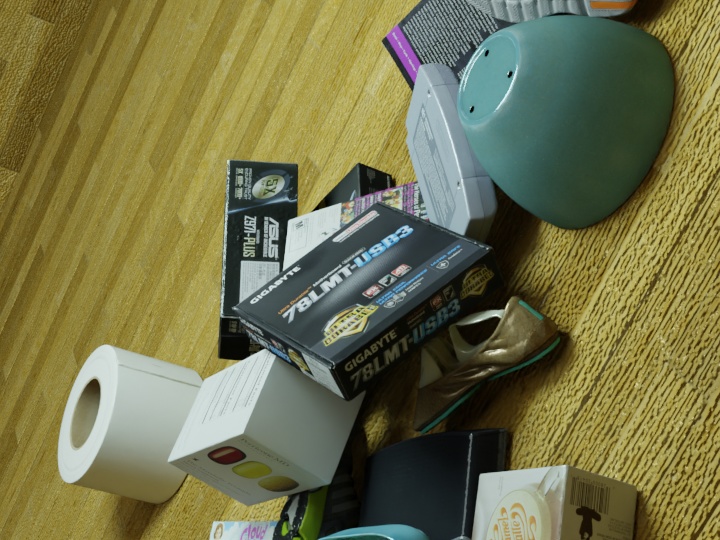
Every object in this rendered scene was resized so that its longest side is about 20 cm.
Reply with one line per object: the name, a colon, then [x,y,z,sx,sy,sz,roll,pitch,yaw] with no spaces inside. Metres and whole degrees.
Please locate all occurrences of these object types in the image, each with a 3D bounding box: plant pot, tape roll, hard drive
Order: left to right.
tape roll: [-0.328,0.219,1.858,0.203,0.139,0.203,-40,41,45]
hard drive: [0.062,0.222,1.260,0.200,0.042,0.135,-24,52,54]
plant pot: [0.170,-0.153,1.208,0.200,0.135,0.200,-38,42,45]

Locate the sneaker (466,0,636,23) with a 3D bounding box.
sneaker: [0.192,-0.300,1.271,0.200,0.078,0.112,12,50,25]

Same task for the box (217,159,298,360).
box: [-0.124,-0.009,1.571,0.164,0.086,0.200,109,162,-67]

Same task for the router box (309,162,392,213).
router box: [-0.020,-0.002,1.538,0.157,0.052,0.200,-42,39,43]

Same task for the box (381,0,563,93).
box: [0.122,-0.243,1.380,0.200,0.036,0.143,-39,77,45]

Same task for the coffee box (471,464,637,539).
coffee box: [0.146,0.265,1.043,0.114,0.080,0.200,-19,56,56]

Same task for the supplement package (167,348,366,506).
supplement package: [-0.102,0.166,1.380,0.200,0.114,0.110,-30,33,57]

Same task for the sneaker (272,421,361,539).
sneaker: [-0.032,0.241,1.391,0.074,0.081,0.200,-39,22,41]

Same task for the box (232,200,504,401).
box: [0.004,0.023,1.274,0.200,0.050,0.198,-36,33,-18]

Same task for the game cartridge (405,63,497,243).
game cartridge: [0.091,-0.107,1.338,0.133,0.040,0.200,98,161,-58]

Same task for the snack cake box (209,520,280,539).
snack cake box: [-0.107,0.341,1.461,0.200,0.067,0.115,-18,58,57]

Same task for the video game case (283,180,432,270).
video game case: [0.000,0.000,1.401,0.181,0.036,0.200,-17,43,19]

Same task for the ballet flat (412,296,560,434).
ballet flat: [0.101,0.084,1.236,0.200,0.072,0.068,-41,-3,43]

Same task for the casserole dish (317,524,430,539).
casserole dish: [0.028,0.290,1.223,0.200,0.039,0.121,-25,97,56]
